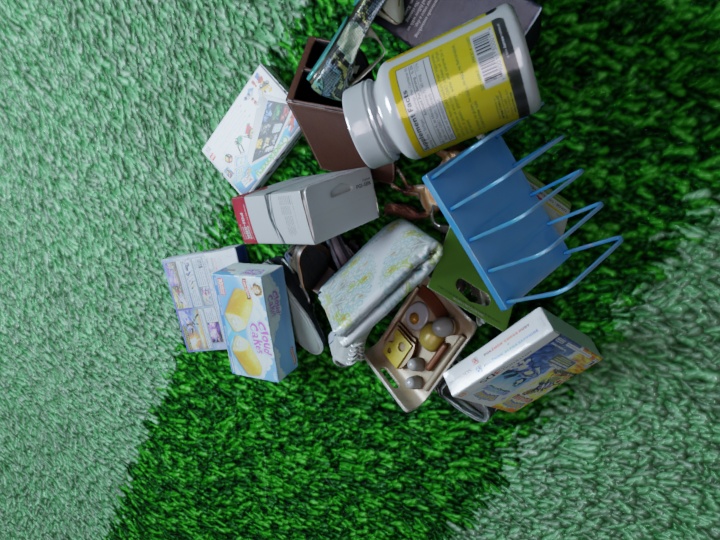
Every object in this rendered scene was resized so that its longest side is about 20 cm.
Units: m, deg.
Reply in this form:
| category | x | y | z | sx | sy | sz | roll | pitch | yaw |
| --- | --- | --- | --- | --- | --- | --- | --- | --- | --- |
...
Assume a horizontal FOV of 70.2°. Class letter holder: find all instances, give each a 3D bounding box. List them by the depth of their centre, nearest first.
| category | x | y | z | sx | sy | sz | roll | pitch | yaw |
| --- | --- | --- | --- | --- | --- | --- | --- | --- | --- |
| letter holder | -0.004 | -0.223 | 0.754 | 0.140 | 0.200 | 0.102 | 16 | 78 | 13 |

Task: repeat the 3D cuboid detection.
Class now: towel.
| category | x | y | z | sx | sy | sz | roll | pitch | yaw |
| --- | --- | --- | --- | --- | --- | --- | --- | --- | --- |
| towel | 0.024 | 0.011 | 0.777 | 0.200 | 0.171 | 0.048 | -44 | 113 | 3 |

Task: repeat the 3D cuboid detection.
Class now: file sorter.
| category | x | y | z | sx | sy | sz | roll | pitch | yaw |
| --- | --- | --- | --- | --- | --- | --- | --- | --- | --- |
| file sorter | 0.202 | -0.080 | 0.631 | 0.202 | 0.138 | 0.122 | 58 | 157 | -2 |

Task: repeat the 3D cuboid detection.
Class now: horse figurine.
| category | x | y | z | sx | sy | sz | roll | pitch | yaw |
| --- | --- | --- | --- | --- | --- | --- | --- | --- | --- |
| horse figurine | 0.119 | -0.154 | 0.822 | 0.132 | 0.050 | 0.201 | 38 | 114 | 7 |

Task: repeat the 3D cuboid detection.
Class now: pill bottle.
| category | x | y | z | sx | sy | sz | roll | pitch | yaw |
| --- | --- | --- | --- | --- | --- | --- | --- | --- | --- |
| pill bottle | 0.086 | -0.194 | 0.567 | 0.197 | 0.114 | 0.116 | -18 | 99 | 21 |

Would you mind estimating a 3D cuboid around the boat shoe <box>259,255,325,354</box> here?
| category | x | y | z | sx | sy | sz | roll | pitch | yaw |
| --- | --- | --- | --- | --- | --- | --- | --- | --- | --- |
| boat shoe | -0.118 | 0.062 | 0.965 | 0.075 | 0.060 | 0.202 | -25 | 98 | 44 |

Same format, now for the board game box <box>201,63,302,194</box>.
| category | x | y | z | sx | sy | sz | roll | pitch | yaw |
| --- | --- | --- | --- | --- | --- | --- | --- | --- | --- |
| board game box | -0.186 | -0.243 | 0.916 | 0.126 | 0.035 | 0.200 | 47 | 115 | 3 |

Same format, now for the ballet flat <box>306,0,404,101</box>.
| category | x | y | z | sx | sy | sz | roll | pitch | yaw |
| --- | --- | --- | --- | --- | --- | --- | --- | --- | --- |
| ballet flat | 0.012 | -0.292 | 0.603 | 0.074 | 0.074 | 0.201 | 39 | 115 | 5 |

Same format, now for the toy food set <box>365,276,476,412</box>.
| category | x | y | z | sx | sy | sz | roll | pitch | yaw |
| --- | --- | --- | --- | --- | --- | --- | --- | --- | --- |
| toy food set | 0.090 | 0.114 | 0.865 | 0.144 | 0.060 | 0.202 | 47 | 115 | 36 |

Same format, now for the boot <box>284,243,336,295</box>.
| category | x | y | z | sx | sy | sz | roll | pitch | yaw |
| --- | --- | --- | --- | --- | --- | --- | --- | --- | --- |
| boot | -0.103 | -0.019 | 0.876 | 0.096 | 0.200 | 0.075 | 35 | 78 | 17 |

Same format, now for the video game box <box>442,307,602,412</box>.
| category | x | y | z | sx | sy | sz | roll | pitch | yaw |
| --- | --- | --- | --- | --- | --- | --- | --- | --- | --- |
| video game box | 0.253 | 0.148 | 0.792 | 0.182 | 0.198 | 0.047 | -39 | 48 | 26 |

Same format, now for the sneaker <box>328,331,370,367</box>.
| category | x | y | z | sx | sy | sz | roll | pitch | yaw |
| --- | --- | --- | --- | --- | --- | --- | --- | --- | --- |
| sneaker | -0.011 | 0.124 | 0.886 | 0.072 | 0.200 | 0.072 | -14 | 75 | -14 |

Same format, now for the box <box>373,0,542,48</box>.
| category | x | y | z | sx | sy | sz | roll | pitch | yaw |
| --- | --- | --- | --- | --- | --- | --- | --- | --- | --- |
| box | 0.128 | -0.331 | 0.687 | 0.199 | 0.197 | 0.118 | 37 | 113 | 6 |

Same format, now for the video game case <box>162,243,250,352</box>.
| category | x | y | z | sx | sy | sz | roll | pitch | yaw |
| --- | --- | --- | --- | --- | --- | --- | --- | --- | --- |
| video game case | -0.292 | 0.059 | 1.036 | 0.178 | 0.045 | 0.204 | -7 | 102 | 20 |

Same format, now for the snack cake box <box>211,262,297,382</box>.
| category | x | y | z | sx | sy | sz | roll | pitch | yaw |
| --- | --- | --- | --- | --- | --- | --- | --- | --- | --- |
| snack cake box | -0.189 | 0.093 | 0.935 | 0.113 | 0.067 | 0.204 | 4 | 111 | 29 |

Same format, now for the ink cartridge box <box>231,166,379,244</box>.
| category | x | y | z | sx | sy | sz | roll | pitch | yaw |
| --- | --- | --- | --- | --- | --- | --- | --- | --- | --- |
| ink cartridge box | -0.090 | -0.101 | 0.820 | 0.198 | 0.146 | 0.084 | 4 | 113 | 48 |

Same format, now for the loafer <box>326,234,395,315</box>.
| category | x | y | z | sx | sy | sz | roll | pitch | yaw |
| --- | --- | --- | --- | --- | --- | --- | --- | --- | --- |
| loafer | 0.000 | 0.000 | 0.899 | 0.062 | 0.072 | 0.202 | -23 | 111 | 7 |

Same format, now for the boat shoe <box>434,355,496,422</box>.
| category | x | y | z | sx | sy | sz | roll | pitch | yaw |
| --- | --- | --- | --- | --- | --- | --- | --- | --- | --- |
| boat shoe | 0.154 | 0.185 | 0.893 | 0.198 | 0.071 | 0.073 | 33 | 115 | 12 |

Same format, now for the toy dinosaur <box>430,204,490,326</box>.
| category | x | y | z | sx | sy | sz | roll | pitch | yaw |
| --- | --- | --- | --- | --- | --- | --- | --- | --- | --- |
| toy dinosaur | 0.176 | -0.019 | 0.803 | 0.076 | 0.102 | 0.203 | -19 | 89 | -13 |

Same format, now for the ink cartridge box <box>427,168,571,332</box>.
| category | x | y | z | sx | sy | sz | roll | pitch | yaw |
| --- | --- | --- | --- | --- | --- | --- | --- | --- | --- |
| ink cartridge box | 0.200 | -0.037 | 0.727 | 0.146 | 0.203 | 0.076 | 29 | 158 | -14 |
